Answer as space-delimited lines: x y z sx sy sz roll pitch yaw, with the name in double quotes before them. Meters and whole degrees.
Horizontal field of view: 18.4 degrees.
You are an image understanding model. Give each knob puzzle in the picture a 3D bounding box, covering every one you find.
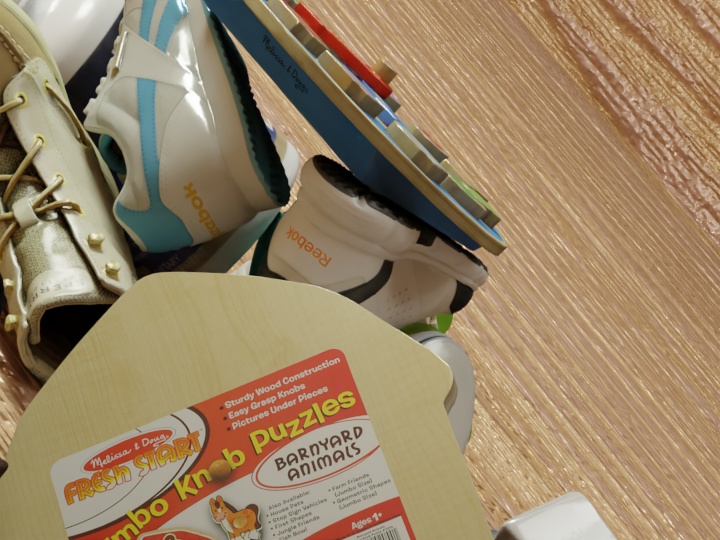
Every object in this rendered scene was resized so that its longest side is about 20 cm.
"knob puzzle" -0.053 0.083 0.859 0.220 0.219 0.031 57 -7 37

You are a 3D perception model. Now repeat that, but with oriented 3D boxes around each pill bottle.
"pill bottle" -0.138 -0.085 1.194 0.200 0.111 0.111 41 15 -16

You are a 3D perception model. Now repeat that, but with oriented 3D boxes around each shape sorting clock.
"shape sorting clock" 0.001 -0.083 1.066 0.200 0.039 0.200 43 10 -9

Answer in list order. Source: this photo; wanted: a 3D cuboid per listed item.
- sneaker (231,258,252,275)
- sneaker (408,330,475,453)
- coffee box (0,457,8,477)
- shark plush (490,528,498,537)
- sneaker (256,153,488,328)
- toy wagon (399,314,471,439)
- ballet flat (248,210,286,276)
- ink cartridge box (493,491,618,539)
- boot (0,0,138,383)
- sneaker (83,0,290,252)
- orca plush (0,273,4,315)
"sneaker" -0.022 0.035 1.244 0.075 0.088 0.200 37 17 -34
"sneaker" 0.018 0.107 1.006 0.073 0.070 0.201 47 49 -27
"coffee box" -0.224 0.024 0.725 0.200 0.080 0.113 48 14 7
"shark plush" -0.004 0.133 1.087 0.200 0.091 0.083 47 44 -15
"sneaker" 0.000 0.000 1.076 0.074 0.080 0.200 36 6 22
"toy wagon" 0.040 0.091 1.228 0.155 0.039 0.202 -65 146 -82
"ballet flat" -0.020 0.038 1.133 0.067 0.068 0.200 23 27 -16
"ink cartridge box" 0.089 0.215 0.879 0.044 0.201 0.177 -19 59 -34
"boot" -0.157 -0.036 1.035 0.201 0.072 0.155 60 5 -41
"sneaker" -0.097 -0.091 1.089 0.077 0.080 0.201 60 7 -42
"orca plush" -0.218 -0.032 0.814 0.200 0.105 0.071 43 -15 -10
